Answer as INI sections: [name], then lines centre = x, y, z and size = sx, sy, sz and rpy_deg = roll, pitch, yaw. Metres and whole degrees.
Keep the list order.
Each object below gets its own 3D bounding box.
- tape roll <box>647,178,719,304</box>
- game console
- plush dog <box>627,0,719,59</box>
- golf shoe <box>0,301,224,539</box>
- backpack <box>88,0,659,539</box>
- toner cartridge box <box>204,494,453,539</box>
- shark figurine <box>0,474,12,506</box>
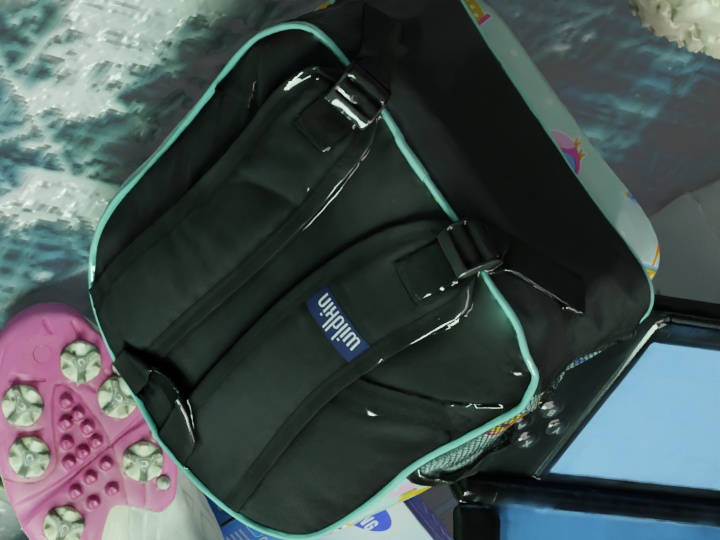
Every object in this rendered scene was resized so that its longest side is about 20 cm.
[tape roll]
centre = 0.186, 0.041, 1.388
size = 0.202, 0.071, 0.203
rpy_deg = -16, 142, -13
[game console]
centre = 0.144, 0.113, 1.294
size = 0.199, 0.117, 0.176
rpy_deg = 8, 132, -35
[plush dog]
centre = 0.159, -0.168, 1.082
size = 0.200, 0.161, 0.172
rpy_deg = -38, 115, 12
[golf shoe]
centre = -0.101, 0.099, 1.258
size = 0.075, 0.092, 0.201
rpy_deg = -26, 108, -4
[backpack]
centre = 0.000, 0.000, 1.142
size = 0.200, 0.176, 0.153
rpy_deg = -41, 173, 36
[toner cartridge box]
centre = -0.012, 0.134, 1.402
size = 0.095, 0.043, 0.200
rpy_deg = -31, 143, 5
[shark figurine]
centre = -0.185, 0.093, 1.245
size = 0.089, 0.129, 0.214
rpy_deg = -12, 168, 23
